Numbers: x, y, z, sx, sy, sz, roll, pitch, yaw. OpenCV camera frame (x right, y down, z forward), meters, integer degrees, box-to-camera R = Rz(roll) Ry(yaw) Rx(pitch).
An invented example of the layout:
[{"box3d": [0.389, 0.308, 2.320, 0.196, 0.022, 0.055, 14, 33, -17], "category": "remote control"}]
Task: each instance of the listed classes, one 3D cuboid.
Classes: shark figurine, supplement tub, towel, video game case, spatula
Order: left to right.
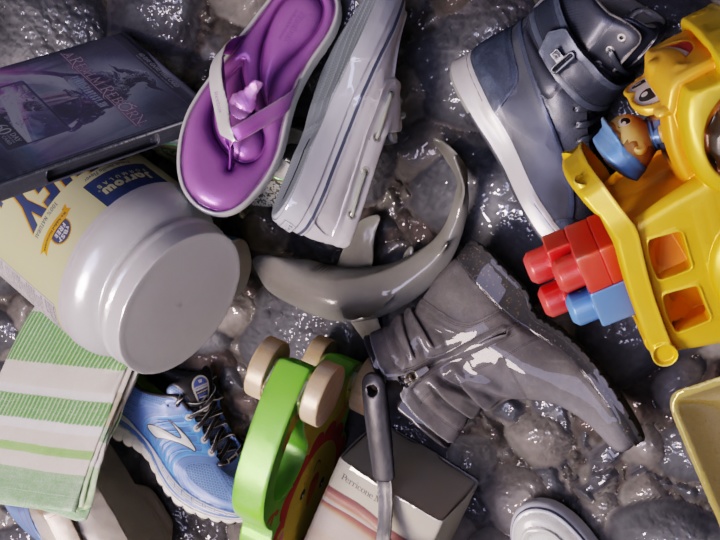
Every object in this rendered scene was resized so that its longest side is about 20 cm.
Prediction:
[{"box3d": [-0.231, -0.122, 1.001, 0.143, 0.198, 0.019, 41, 142, 35], "category": "video game case"}, {"box3d": [-0.255, 0.107, 1.114, 0.151, 0.023, 0.202, 3, 63, 30], "category": "towel"}, {"box3d": [-0.204, -0.025, 1.020, 0.199, 0.144, 0.147, 34, 116, 29], "category": "supplement tub"}, {"box3d": [0.017, 0.175, 0.985, 0.056, 0.021, 0.203, -1, 99, 23], "category": "spatula"}, {"box3d": [0.021, 0.003, 0.999, 0.213, 0.090, 0.129, -31, 98, 26], "category": "shark figurine"}]

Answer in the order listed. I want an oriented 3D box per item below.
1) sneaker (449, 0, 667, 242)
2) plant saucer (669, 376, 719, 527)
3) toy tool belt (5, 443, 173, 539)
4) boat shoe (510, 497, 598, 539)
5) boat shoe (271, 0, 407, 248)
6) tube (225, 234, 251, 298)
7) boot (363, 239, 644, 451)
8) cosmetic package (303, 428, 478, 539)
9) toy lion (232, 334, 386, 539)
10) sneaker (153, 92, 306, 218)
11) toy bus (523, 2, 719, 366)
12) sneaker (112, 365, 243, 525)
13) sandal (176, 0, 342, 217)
[{"box3d": [0.169, -0.100, 0.911, 0.146, 0.077, 0.204, -33, 88, 31], "category": "sneaker"}, {"box3d": [0.346, 0.142, 0.912, 0.198, 0.048, 0.202, -22, 93, 28], "category": "plant saucer"}, {"box3d": [-0.270, 0.211, 1.172, 0.122, 0.125, 0.201, -35, 88, 19], "category": "toy tool belt"}, {"box3d": [0.161, 0.283, 1.013, 0.074, 0.086, 0.205, -16, 97, 27], "category": "boat shoe"}, {"box3d": [-0.001, -0.114, 0.975, 0.066, 0.073, 0.202, 25, 85, -18], "category": "boat shoe"}, {"box3d": [-0.188, -0.017, 1.118, 0.198, 0.050, 0.079, 10, 94, 27], "category": "tube"}, {"box3d": [0.106, 0.089, 0.976, 0.132, 0.070, 0.200, -45, 75, 7], "category": "boot"}, {"box3d": [0.005, 0.242, 1.072, 0.103, 0.087, 0.202, 28, 113, 16], "category": "cosmetic package"}, {"box3d": [-0.052, 0.152, 1.019, 0.068, 0.200, 0.194, 20, 93, 16], "category": "toy lion"}, {"box3d": [-0.113, -0.082, 1.054, 0.198, 0.077, 0.090, 17, 126, 24], "category": "sneaker"}, {"box3d": [0.192, -0.044, 0.843, 0.190, 0.136, 0.202, -19, 113, 10], "category": "toy bus"}, {"box3d": [-0.146, 0.137, 1.119, 0.199, 0.078, 0.090, 37, 118, 11], "category": "sneaker"}, {"box3d": [-0.081, -0.140, 0.975, 0.082, 0.050, 0.205, 22, 78, 9], "category": "sandal"}]
